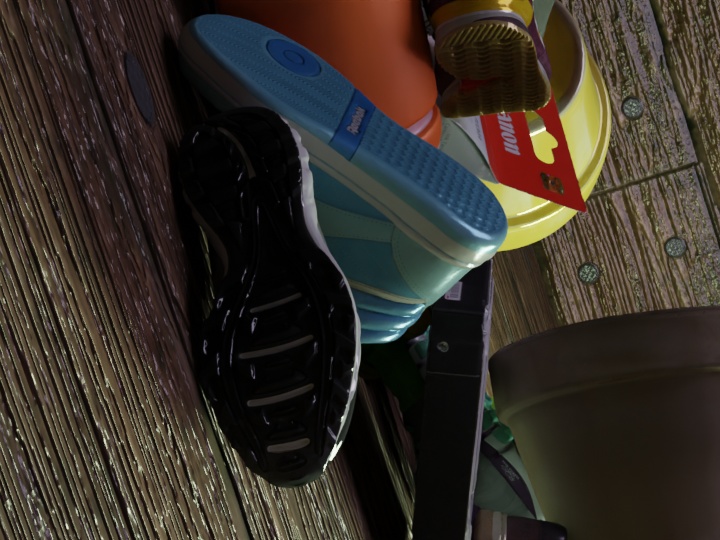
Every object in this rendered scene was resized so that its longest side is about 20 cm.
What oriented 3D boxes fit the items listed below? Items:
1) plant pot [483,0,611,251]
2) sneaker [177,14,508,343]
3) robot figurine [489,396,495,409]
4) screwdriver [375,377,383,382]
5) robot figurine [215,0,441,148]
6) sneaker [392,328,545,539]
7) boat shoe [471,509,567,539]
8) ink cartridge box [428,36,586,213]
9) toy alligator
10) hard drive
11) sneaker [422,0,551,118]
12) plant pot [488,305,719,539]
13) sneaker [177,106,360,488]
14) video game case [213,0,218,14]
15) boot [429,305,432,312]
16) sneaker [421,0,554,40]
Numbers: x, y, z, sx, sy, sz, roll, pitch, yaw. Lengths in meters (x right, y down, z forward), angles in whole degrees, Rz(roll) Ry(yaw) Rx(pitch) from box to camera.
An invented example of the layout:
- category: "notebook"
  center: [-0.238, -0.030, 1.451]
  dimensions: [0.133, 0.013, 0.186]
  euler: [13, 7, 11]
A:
- category: "plant pot"
  center: [0.103, -0.135, 1.504]
  dimensions: [0.189, 0.201, 0.201]
  euler: [93, -17, -74]
- category: "sneaker"
  center: [-0.036, -0.035, 1.018]
  dimensions: [0.200, 0.131, 0.080]
  euler: [38, 31, -1]
- category: "robot figurine"
  center: [0.122, 0.187, 1.407]
  dimensions: [0.175, 0.116, 0.200]
  euler: [-115, -177, -60]
- category: "screwdriver"
  center: [0.015, -0.024, 1.294]
  dimensions: [0.029, 0.028, 0.200]
  euler: [137, -47, -72]
- category: "robot figurine"
  center: [-0.015, -0.120, 1.102]
  dimensions: [0.144, 0.117, 0.200]
  euler: [-103, -179, -63]
- category: "sneaker"
  center: [0.050, 0.110, 1.309]
  dimensions: [0.200, 0.088, 0.074]
  euler: [51, 10, 17]
- category: "boat shoe"
  center: [0.099, 0.240, 1.194]
  dimensions: [0.072, 0.065, 0.200]
  euler: [-68, 159, -65]
- category: "ink cartridge box"
  center: [0.062, -0.129, 1.301]
  dimensions: [0.163, 0.200, 0.057]
  euler: [-97, -154, -50]
- category: "toy alligator"
  center: [0.000, 0.000, 1.226]
  dimensions: [0.054, 0.059, 0.200]
  euler: [14, 48, -31]
- category: "hard drive"
  center: [0.056, 0.099, 1.181]
  dimensions: [0.140, 0.038, 0.200]
  euler: [-72, 167, -74]
- category: "sneaker"
  center: [0.075, -0.152, 1.149]
  dimensions: [0.200, 0.075, 0.090]
  euler: [73, 11, -79]
- category: "plant pot"
  center: [0.187, 0.129, 1.206]
  dimensions: [0.200, 0.200, 0.174]
  euler: [46, 37, -71]
- category: "sneaker"
  center: [-0.036, 0.016, 0.902]
  dimensions: [0.079, 0.074, 0.200]
  euler: [70, 8, -52]
- category: "video game case"
  center: [-0.061, -0.172, 1.254]
  dimensions: [0.182, 0.024, 0.200]
  euler: [62, 14, -50]
- category: "boot"
  center: [0.053, 0.023, 1.455]
  dimensions: [0.200, 0.072, 0.144]
  euler: [48, 26, -52]
- category: "sneaker"
  center: [0.080, -0.208, 1.204]
  dimensions: [0.108, 0.067, 0.201]
  euler: [40, -34, 11]
